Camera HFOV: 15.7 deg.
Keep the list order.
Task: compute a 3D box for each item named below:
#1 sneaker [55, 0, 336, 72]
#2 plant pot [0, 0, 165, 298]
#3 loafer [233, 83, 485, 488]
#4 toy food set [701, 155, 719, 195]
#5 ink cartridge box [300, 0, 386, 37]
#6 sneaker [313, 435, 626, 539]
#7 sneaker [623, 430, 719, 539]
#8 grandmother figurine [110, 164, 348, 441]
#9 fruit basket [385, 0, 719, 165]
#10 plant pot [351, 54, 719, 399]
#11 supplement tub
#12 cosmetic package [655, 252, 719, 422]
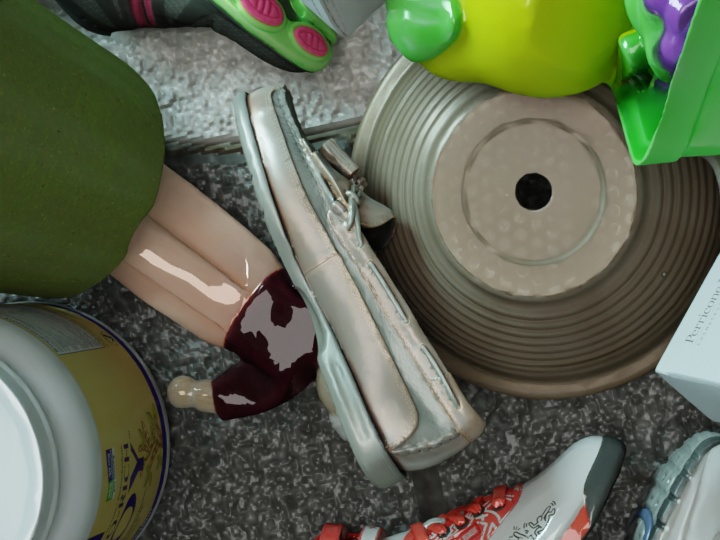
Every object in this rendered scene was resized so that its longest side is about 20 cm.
[{"bbox_3d":[-0.102,-0.154,1.296,0.199,0.084,0.077,27,54,-4],"label":"sneaker"},{"bbox_3d":[-0.198,-0.067,1.220,0.199,0.190,0.201,-17,63,38],"label":"plant pot"},{"bbox_3d":[0.000,0.000,1.234,0.063,0.072,0.201,-22,79,9],"label":"loafer"},{"bbox_3d":[0.228,0.035,1.229,0.143,0.060,0.201,-2,87,-16],"label":"toy food set"},{"bbox_3d":[-0.029,-0.228,1.213,0.148,0.086,0.200,-44,61,-6],"label":"ink cartridge box"},{"bbox_3d":[0.035,0.141,1.273,0.108,0.067,0.202,35,99,5],"label":"sneaker"},{"bbox_3d":[0.162,0.176,1.258,0.087,0.075,0.201,9,100,-1],"label":"sneaker"},{"bbox_3d":[-0.054,0.021,1.292,0.199,0.061,0.122,34,105,10],"label":"grandmother figurine"},{"bbox_3d":[0.118,-0.141,1.163,0.215,0.216,0.156,23,121,9],"label":"fruit basket"},{"bbox_3d":[0.087,-0.038,1.248,0.200,0.093,0.202,0,90,10],"label":"plant pot"},{"bbox_3d":[-0.180,0.089,1.241,0.144,0.200,0.146,0,91,10],"label":"supplement tub"},{"bbox_3d":[0.233,-0.018,1.122,0.052,0.150,0.201,39,75,-33],"label":"cosmetic package"}]
